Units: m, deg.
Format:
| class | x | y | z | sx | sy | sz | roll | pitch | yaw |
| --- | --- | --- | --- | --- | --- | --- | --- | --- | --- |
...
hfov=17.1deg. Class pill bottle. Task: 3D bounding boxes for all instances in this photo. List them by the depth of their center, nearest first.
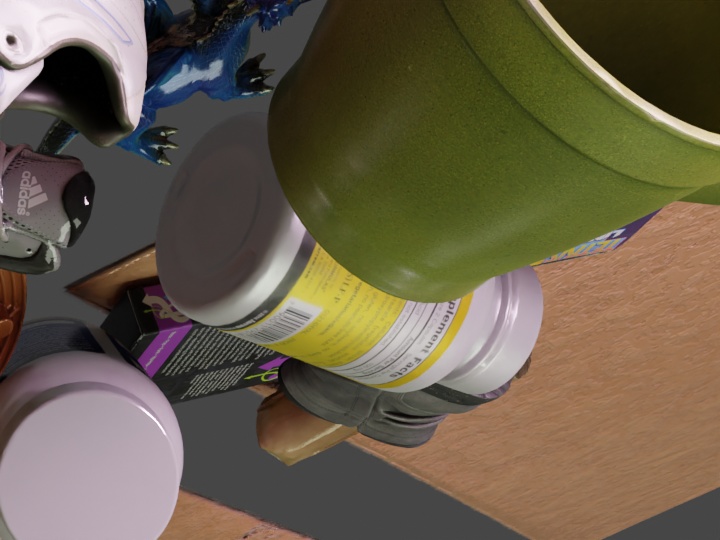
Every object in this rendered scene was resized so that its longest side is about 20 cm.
| class | x | y | z | sx | sy | sz | roll | pitch | yaw |
| --- | --- | --- | --- | --- | --- | --- | --- | --- | --- |
| pill bottle | 0.000 | 0.000 | 1.252 | 0.199 | 0.112 | 0.111 | 23 | 135 | -39 |
| pill bottle | -0.158 | 0.094 | 1.292 | 0.115 | 0.117 | 0.200 | -19 | -170 | -10 |

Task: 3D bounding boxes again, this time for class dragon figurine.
| class | x | y | z | sx | sy | sz | roll | pitch | yaw |
| --- | --- | --- | --- | --- | --- | --- | --- | --- | --- |
| dragon figurine | -0.101 | -0.090 | 1.049 | 0.199 | 0.059 | 0.099 | -27 | 161 | 12 |

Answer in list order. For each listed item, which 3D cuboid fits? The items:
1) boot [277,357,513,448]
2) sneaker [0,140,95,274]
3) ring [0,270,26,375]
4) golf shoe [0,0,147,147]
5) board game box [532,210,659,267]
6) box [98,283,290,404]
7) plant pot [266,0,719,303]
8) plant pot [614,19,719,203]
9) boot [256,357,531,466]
| class | x | y | z | sx | sy | sz | roll | pitch | yaw |
| --- | --- | --- | --- | --- | --- | --- | --- | --- | --- |
| boot | -0.021 | 0.043 | 1.384 | 0.199 | 0.070 | 0.132 | 32 | 149 | -14 |
| sneaker | -0.169 | -0.048 | 0.984 | 0.115 | 0.076 | 0.200 | 11 | 167 | 12 |
| ring | -0.254 | 0.039 | 1.170 | 0.199 | 0.019 | 0.201 | -20 | 138 | -19 |
| golf shoe | -0.152 | -0.103 | 0.871 | 0.199 | 0.098 | 0.078 | 13 | 142 | -43 |
| board game box | 0.102 | -0.055 | 1.394 | 0.199 | 0.057 | 0.165 | -10 | 160 | -32 |
| box | -0.074 | 0.036 | 1.479 | 0.199 | 0.036 | 0.143 | -10 | 159 | -30 |
| plant pot | 0.063 | -0.086 | 1.013 | 0.199 | 0.201 | 0.193 | -5 | 153 | -43 |
| plant pot | 0.206 | -0.112 | 1.151 | 0.191 | 0.202 | 0.201 | -10 | 161 | -3 |
| boot | 0.018 | 0.076 | 1.593 | 0.199 | 0.066 | 0.175 | -28 | -179 | 18 |
